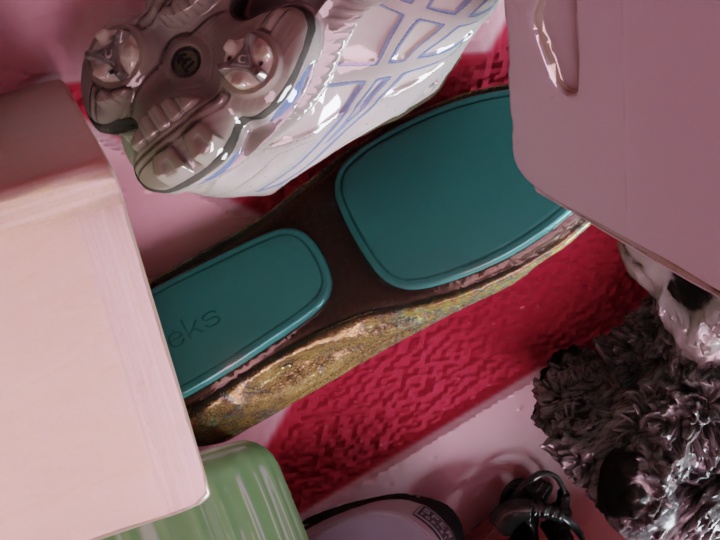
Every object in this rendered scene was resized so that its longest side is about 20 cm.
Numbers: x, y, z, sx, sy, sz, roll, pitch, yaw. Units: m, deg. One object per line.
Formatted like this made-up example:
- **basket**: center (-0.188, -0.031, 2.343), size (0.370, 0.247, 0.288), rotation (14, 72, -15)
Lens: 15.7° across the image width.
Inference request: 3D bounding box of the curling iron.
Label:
- **curling iron**: center (0.020, 0.152, 1.036), size (0.049, 0.026, 0.200), rotation (20, 121, -38)

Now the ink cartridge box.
- **ink cartridge box**: center (0.136, -0.110, 0.743), size (0.200, 0.087, 0.146), rotation (-37, 142, -27)

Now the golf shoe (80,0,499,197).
- **golf shoe**: center (0.011, -0.094, 0.789), size (0.200, 0.078, 0.097), rotation (-35, 156, 14)

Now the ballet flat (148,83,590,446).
- **ballet flat**: center (0.000, 0.000, 0.868), size (0.199, 0.071, 0.071), rotation (-28, 136, 3)

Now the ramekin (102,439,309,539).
- **ramekin**: center (-0.101, 0.126, 0.851), size (0.199, 0.098, 0.200), rotation (-18, 176, -1)

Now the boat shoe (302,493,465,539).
- **boat shoe**: center (-0.049, 0.137, 0.968), size (0.199, 0.069, 0.057), rotation (-23, -179, 16)

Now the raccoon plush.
- **raccoon plush**: center (0.155, 0.041, 0.946), size (0.200, 0.097, 0.134), rotation (29, 110, -40)

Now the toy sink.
- **toy sink**: center (-0.158, 0.035, 0.753), size (0.199, 0.130, 0.112), rotation (-18, 107, -8)
